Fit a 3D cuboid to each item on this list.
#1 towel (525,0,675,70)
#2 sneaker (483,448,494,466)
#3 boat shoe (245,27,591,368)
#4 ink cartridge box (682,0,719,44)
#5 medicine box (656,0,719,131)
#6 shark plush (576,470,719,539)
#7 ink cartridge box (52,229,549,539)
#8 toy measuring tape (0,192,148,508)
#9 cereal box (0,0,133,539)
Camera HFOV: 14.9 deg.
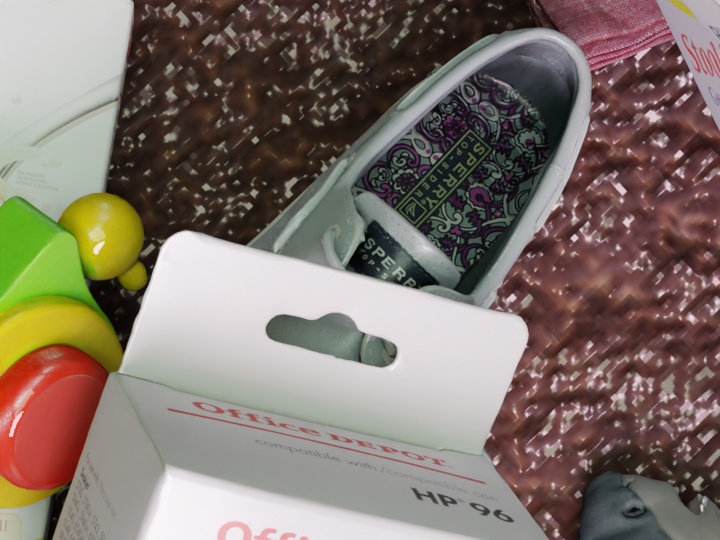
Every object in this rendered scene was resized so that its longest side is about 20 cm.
[{"bbox_3d":[0.088,-0.177,0.870,0.143,0.023,0.201,-24,87,-5],"label":"towel"},{"bbox_3d":[-0.042,0.113,0.803,0.200,0.075,0.100,-45,124,-6],"label":"sneaker"},{"bbox_3d":[0.001,0.000,0.795,0.070,0.072,0.201,39,61,-1],"label":"boat shoe"},{"bbox_3d":[0.132,-0.121,0.641,0.160,0.047,0.200,-44,104,0],"label":"ink cartridge box"},{"bbox_3d":[0.156,-0.077,0.768,0.103,0.182,0.201,-29,101,-4],"label":"medicine box"},{"bbox_3d":[0.077,0.149,0.796,0.083,0.091,0.201,21,61,6],"label":"shark plush"},{"bbox_3d":[-0.026,0.102,0.734,0.115,0.068,0.201,14,105,-22],"label":"ink cartridge box"},{"bbox_3d":[-0.126,0.061,0.780,0.073,0.074,0.200,40,81,0],"label":"toy measuring tape"},{"bbox_3d":[-0.154,0.004,0.837,0.143,0.040,0.201,9,86,-4],"label":"cereal box"}]
